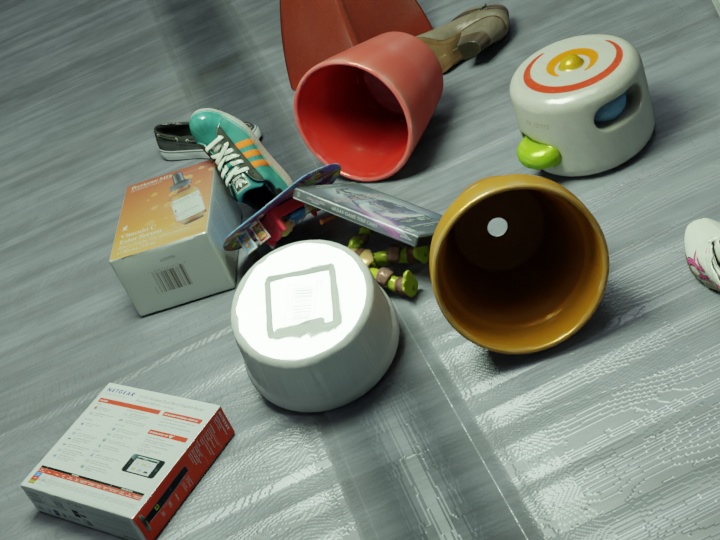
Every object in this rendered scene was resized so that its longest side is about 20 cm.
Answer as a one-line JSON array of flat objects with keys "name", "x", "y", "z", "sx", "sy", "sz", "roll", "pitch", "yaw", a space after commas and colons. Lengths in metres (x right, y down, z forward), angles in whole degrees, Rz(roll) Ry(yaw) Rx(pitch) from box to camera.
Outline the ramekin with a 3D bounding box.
[{"name": "ramekin", "x": -0.060, "y": 0.060, "z": 1.472, "sx": 0.199, "sy": 0.098, "sz": 0.201, "roll": -8, "pitch": 55, "yaw": 12}]

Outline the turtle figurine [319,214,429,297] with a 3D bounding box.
[{"name": "turtle figurine", "x": 0.000, "y": 0.000, "z": 1.600, "sx": 0.160, "sy": 0.065, "sz": 0.200, "roll": 6, "pitch": 45, "yaw": 27}]

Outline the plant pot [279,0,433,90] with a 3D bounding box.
[{"name": "plant pot", "x": -0.025, "y": -0.437, "z": 2.101, "sx": 0.199, "sy": 0.177, "sz": 0.200, "roll": 9, "pitch": 46, "yaw": 38}]

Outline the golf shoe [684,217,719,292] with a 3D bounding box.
[{"name": "golf shoe", "x": 0.411, "y": -0.013, "z": 1.350, "sx": 0.072, "sy": 0.092, "sz": 0.200, "roll": -23, "pitch": 33, "yaw": 3}]

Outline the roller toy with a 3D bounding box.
[{"name": "roller toy", "x": 0.301, "y": -0.233, "z": 1.666, "sx": 0.181, "sy": 0.140, "sz": 0.201, "roll": -9, "pitch": 36, "yaw": 20}]

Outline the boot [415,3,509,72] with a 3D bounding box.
[{"name": "boot", "x": 0.152, "y": -0.390, "z": 2.040, "sx": 0.199, "sy": 0.071, "sz": 0.146, "roll": -2, "pitch": 33, "yaw": 26}]

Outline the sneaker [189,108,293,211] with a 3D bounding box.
[{"name": "sneaker", "x": -0.175, "y": -0.153, "z": 1.795, "sx": 0.071, "sy": 0.200, "sz": 0.080, "roll": -36, "pitch": 24, "yaw": 28}]

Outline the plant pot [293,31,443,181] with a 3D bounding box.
[{"name": "plant pot", "x": 0.026, "y": -0.261, "z": 1.839, "sx": 0.199, "sy": 0.201, "sz": 0.177, "roll": 2, "pitch": 33, "yaw": 32}]

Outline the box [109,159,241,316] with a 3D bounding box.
[{"name": "box", "x": -0.266, "y": -0.051, "z": 1.788, "sx": 0.151, "sy": 0.107, "sz": 0.200, "roll": -17, "pitch": 35, "yaw": 9}]

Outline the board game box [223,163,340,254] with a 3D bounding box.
[{"name": "board game box", "x": -0.098, "y": -0.073, "z": 1.714, "sx": 0.200, "sy": 0.039, "sz": 0.158, "roll": -37, "pitch": -7, "yaw": 12}]

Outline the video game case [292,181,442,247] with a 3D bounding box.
[{"name": "video game case", "x": 0.030, "y": -0.077, "z": 1.617, "sx": 0.199, "sy": 0.019, "sz": 0.143, "roll": 24, "pitch": 19, "yaw": 29}]

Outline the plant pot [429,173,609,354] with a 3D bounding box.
[{"name": "plant pot", "x": 0.176, "y": -0.028, "z": 1.442, "sx": 0.199, "sy": 0.201, "sz": 0.183, "roll": -20, "pitch": 18, "yaw": 5}]

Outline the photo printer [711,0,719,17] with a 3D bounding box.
[{"name": "photo printer", "x": 0.620, "y": -0.411, "z": 1.778, "sx": 0.199, "sy": 0.070, "sz": 0.167, "roll": -15, "pitch": 35, "yaw": 12}]

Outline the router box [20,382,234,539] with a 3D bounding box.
[{"name": "router box", "x": -0.280, "y": 0.227, "z": 1.473, "sx": 0.199, "sy": 0.049, "sz": 0.180, "roll": 7, "pitch": 44, "yaw": 37}]

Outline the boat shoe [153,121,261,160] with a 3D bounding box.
[{"name": "boat shoe", "x": -0.264, "y": -0.235, "z": 2.068, "sx": 0.199, "sy": 0.066, "sz": 0.070, "roll": -1, "pitch": 40, "yaw": 29}]
